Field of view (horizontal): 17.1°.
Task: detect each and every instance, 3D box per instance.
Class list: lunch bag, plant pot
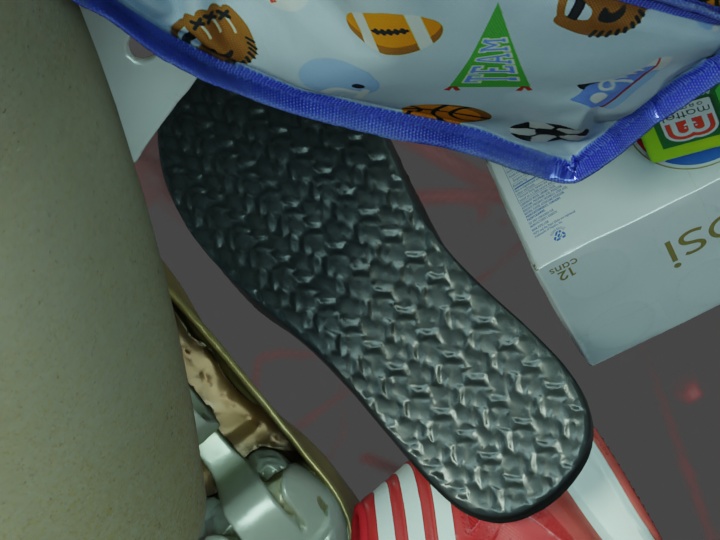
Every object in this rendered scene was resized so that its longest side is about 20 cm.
[{"bbox_3d":[0.005,-0.135,0.671,0.199,0.124,0.171,12,61,-26],"label":"lunch bag"},{"bbox_3d":[-0.130,0.015,0.692,0.187,0.187,0.200,-30,120,-4],"label":"plant pot"}]

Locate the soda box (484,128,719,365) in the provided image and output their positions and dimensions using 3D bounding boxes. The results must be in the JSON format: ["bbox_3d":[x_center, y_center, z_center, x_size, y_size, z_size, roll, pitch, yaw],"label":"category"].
[{"bbox_3d":[0.145,-0.049,0.790,0.199,0.064,0.068,-26,142,7],"label":"soda box"}]

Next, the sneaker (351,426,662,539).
[{"bbox_3d":[0.066,0.146,0.793,0.115,0.078,0.200,-30,74,-11],"label":"sneaker"}]

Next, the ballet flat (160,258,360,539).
[{"bbox_3d":[-0.054,0.064,0.804,0.069,0.063,0.200,-40,100,-4],"label":"ballet flat"}]

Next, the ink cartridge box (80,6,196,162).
[{"bbox_3d":[-0.120,-0.139,0.755,0.200,0.067,0.117,36,113,-10],"label":"ink cartridge box"}]

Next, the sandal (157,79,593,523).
[{"bbox_3d":[0.000,0.001,0.799,0.075,0.048,0.201,-36,77,-2],"label":"sandal"}]

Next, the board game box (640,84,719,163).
[{"bbox_3d":[0.174,-0.110,0.742,0.199,0.048,0.102,-14,55,14],"label":"board game box"}]
